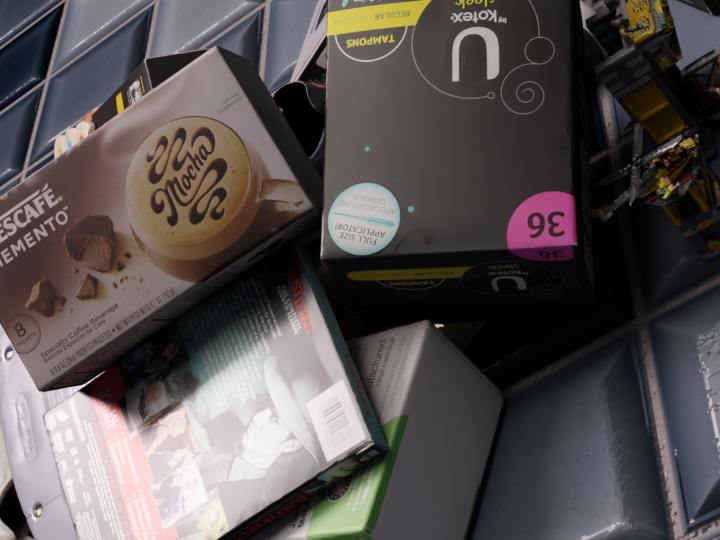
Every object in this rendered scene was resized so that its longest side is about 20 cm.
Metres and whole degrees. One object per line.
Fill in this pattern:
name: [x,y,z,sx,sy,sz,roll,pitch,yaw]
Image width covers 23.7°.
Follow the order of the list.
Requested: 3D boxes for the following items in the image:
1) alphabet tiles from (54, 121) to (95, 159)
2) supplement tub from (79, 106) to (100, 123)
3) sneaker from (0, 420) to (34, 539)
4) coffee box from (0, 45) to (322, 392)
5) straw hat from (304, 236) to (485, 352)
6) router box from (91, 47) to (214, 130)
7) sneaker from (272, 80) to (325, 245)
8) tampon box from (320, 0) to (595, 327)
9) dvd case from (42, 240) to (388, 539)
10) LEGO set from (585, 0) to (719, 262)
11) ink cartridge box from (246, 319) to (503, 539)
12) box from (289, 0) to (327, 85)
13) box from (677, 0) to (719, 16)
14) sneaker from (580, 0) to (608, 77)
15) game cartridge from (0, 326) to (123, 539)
alphabet tiles: [-0.200,-0.004,1.246,0.200,0.014,0.198,172,94,-70]
supplement tub: [-0.180,-0.057,1.405,0.122,0.123,0.200,-41,31,8]
sneaker: [-0.267,0.149,1.333,0.091,0.076,0.202,-17,49,26]
coffee box: [-0.127,-0.028,1.022,0.199,0.114,0.080,-32,-6,9]
straw hat: [0.000,0.000,1.156,0.200,0.085,0.202,-31,33,24]
router box: [-0.118,-0.029,1.141,0.052,0.202,0.157,-12,-3,-23]
sneaker: [-0.007,-0.105,1.146,0.200,0.085,0.075,-45,29,-27]
tampon box: [0.061,-0.082,1.029,0.148,0.126,0.202,-4,70,12]
dvd case: [-0.090,0.094,1.001,0.199,0.022,0.147,-35,56,16]
LEGO set: [0.208,-0.111,1.001,0.153,0.116,0.201,-25,37,31]
ink cartridge box: [-0.027,0.129,1.041,0.199,0.084,0.147,-17,42,40]
box: [0.018,-0.220,1.337,0.200,0.060,0.118,-50,19,50]
box: [0.229,-0.288,1.211,0.164,0.086,0.200,-46,31,1]
sneaker: [0.086,-0.158,1.246,0.112,0.073,0.200,-49,32,-8]
game cartridge: [-0.174,0.083,1.102,0.133,0.040,0.202,-32,56,22]
